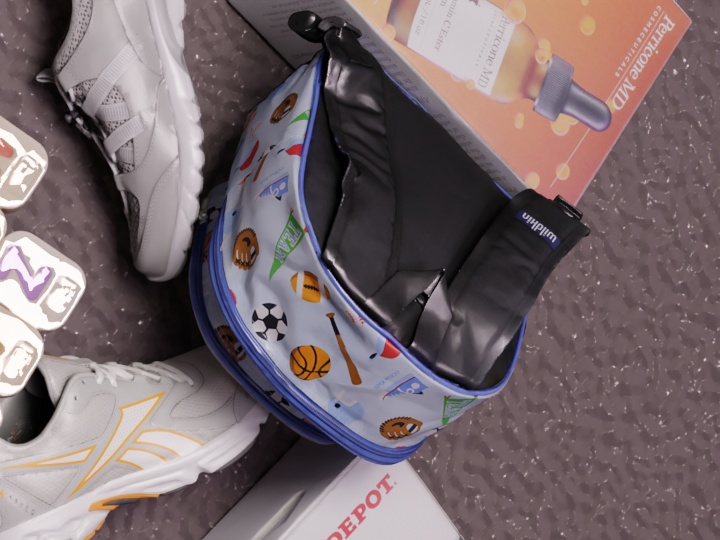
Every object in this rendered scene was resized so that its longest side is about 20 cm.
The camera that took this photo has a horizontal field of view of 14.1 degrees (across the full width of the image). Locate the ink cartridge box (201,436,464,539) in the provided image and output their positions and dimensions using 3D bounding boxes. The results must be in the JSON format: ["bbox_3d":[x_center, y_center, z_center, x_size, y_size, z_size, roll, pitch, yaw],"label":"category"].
[{"bbox_3d":[0.001,0.204,1.558,0.146,0.084,0.200,-45,112,-26],"label":"ink cartridge box"}]

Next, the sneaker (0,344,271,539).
[{"bbox_3d":[-0.128,0.072,1.473,0.200,0.076,0.092,-32,117,-31],"label":"sneaker"}]

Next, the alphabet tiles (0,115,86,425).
[{"bbox_3d":[-0.239,-0.003,1.410,0.195,0.015,0.201,35,70,-9],"label":"alphabet tiles"}]

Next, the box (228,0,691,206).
[{"bbox_3d":[0.056,-0.143,1.591,0.200,0.106,0.153,44,66,-25],"label":"box"}]

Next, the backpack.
[{"bbox_3d":[0.000,0.000,1.480,0.200,0.154,0.191,37,27,-16],"label":"backpack"}]

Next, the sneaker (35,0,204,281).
[{"bbox_3d":[-0.126,-0.093,1.504,0.081,0.075,0.201,-7,96,-5],"label":"sneaker"}]
